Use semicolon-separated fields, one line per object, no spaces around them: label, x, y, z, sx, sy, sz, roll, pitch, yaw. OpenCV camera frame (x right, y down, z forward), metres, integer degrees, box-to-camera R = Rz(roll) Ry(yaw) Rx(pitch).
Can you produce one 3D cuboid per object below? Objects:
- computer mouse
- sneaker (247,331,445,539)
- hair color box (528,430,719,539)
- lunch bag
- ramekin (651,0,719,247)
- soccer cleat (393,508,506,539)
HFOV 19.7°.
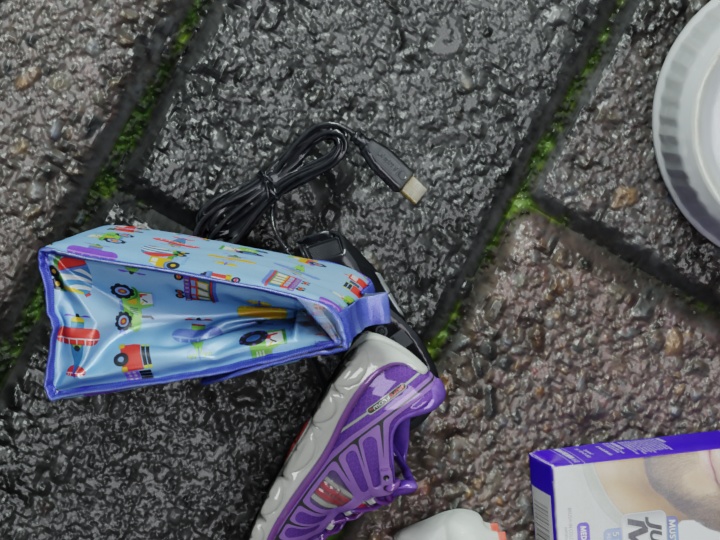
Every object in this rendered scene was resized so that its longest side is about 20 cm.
computer mouse;0.000;0.000;1.355;0.140;0.046;0.200;-42;91;9
sneaker;-0.012;0.137;1.320;0.083;0.081;0.201;30;116;1
hair color box;0.220;0.170;1.406;0.199;0.065;0.110;-6;95;-12
lunch bag;-0.080;0.020;1.266;0.198;0.151;0.095;-2;96;7
ramekin;0.291;-0.098;1.354;0.201;0.094;0.204;1;97;6
soccer cleat;0.068;0.261;1.387;0.077;0.069;0.201;-8;89;-5
